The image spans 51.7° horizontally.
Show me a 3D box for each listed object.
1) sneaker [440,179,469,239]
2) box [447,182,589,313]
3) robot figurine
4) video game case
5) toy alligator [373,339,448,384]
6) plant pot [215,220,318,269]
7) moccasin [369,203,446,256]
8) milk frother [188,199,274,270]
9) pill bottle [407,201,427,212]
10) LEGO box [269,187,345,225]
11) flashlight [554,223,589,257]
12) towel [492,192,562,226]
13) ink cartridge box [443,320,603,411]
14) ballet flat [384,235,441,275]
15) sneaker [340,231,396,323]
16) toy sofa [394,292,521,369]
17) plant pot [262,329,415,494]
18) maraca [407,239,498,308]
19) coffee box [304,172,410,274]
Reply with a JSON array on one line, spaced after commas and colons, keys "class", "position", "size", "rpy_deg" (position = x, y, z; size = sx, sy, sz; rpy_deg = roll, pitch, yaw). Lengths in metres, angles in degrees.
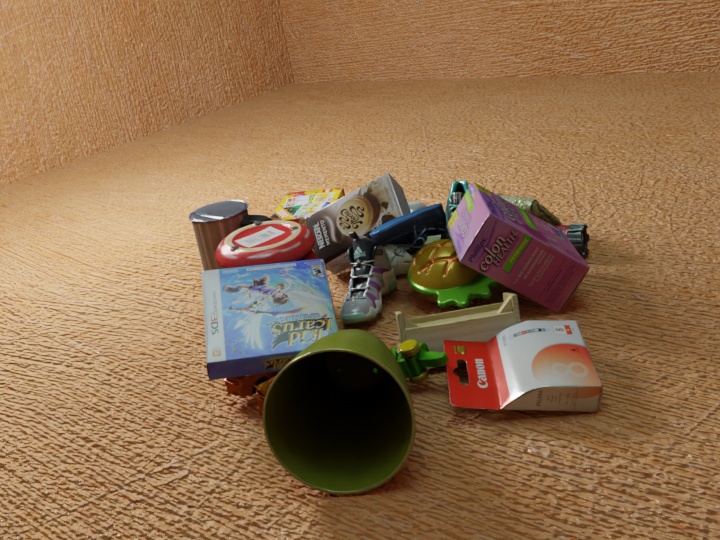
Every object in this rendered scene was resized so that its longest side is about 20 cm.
[{"class": "sneaker", "position": [0.191, -0.108, 1.469], "size": [0.076, 0.092, 0.201], "rpy_deg": [-5, 36, 10]}, {"class": "box", "position": [0.265, -0.043, 1.280], "size": [0.198, 0.097, 0.176], "rpy_deg": [26, 21, -11]}, {"class": "robot figurine", "position": [-0.104, 0.146, 1.156], "size": [0.144, 0.059, 0.199], "rpy_deg": [18, 35, 39]}, {"class": "video game case", "position": [-0.139, 0.069, 1.134], "size": [0.197, 0.046, 0.183], "rpy_deg": [-6, 48, -9]}, {"class": "toy alligator", "position": [0.036, 0.141, 1.105], "size": [0.198, 0.060, 0.054], "rpy_deg": [-16, 21, 17]}, {"class": "plant pot", "position": [-0.153, 0.022, 1.308], "size": [0.197, 0.185, 0.201], "rpy_deg": [-6, 25, 3]}, {"class": "moccasin", "position": [0.101, -0.072, 1.366], "size": [0.199, 0.069, 0.080], "rpy_deg": [-23, 7, -40]}, {"class": "milk frother", "position": [-0.227, -0.050, 1.485], "size": [0.178, 0.190, 0.200], "rpy_deg": [-8, 23, 1]}, {"class": "pill bottle", "position": [0.045, -0.094, 1.582], "size": [0.198, 0.112, 0.111], "rpy_deg": [6, 28, 31]}, {"class": "LEGO box", "position": [-0.120, -0.123, 1.751], "size": [0.147, 0.078, 0.200], "rpy_deg": [-5, 24, 11]}, {"class": "flashlight", "position": [0.342, -0.056, 1.453], "size": [0.198, 0.069, 0.068], "rpy_deg": [-1, 15, 31]}, {"class": "towel", "position": [0.315, -0.120, 1.494], "size": [0.147, 0.037, 0.199], "rpy_deg": [16, 1, 33]}, {"class": "ink cartridge box", "position": [0.221, 0.127, 1.043], "size": [0.197, 0.051, 0.163], "rpy_deg": [3, 29, 0]}, {"class": "ballet flat", "position": [0.107, -0.029, 1.473], "size": [0.198, 0.068, 0.062], "rpy_deg": [-20, 35, -22]}, {"class": "sneaker", "position": [0.000, 0.000, 1.341], "size": [0.077, 0.142, 0.200], "rpy_deg": [-8, 21, 21]}, {"class": "toy sofa", "position": [0.153, 0.098, 1.164], "size": [0.197, 0.099, 0.083], "rpy_deg": [-10, 0, 1]}, {"class": "plant pot", "position": [-0.016, 0.157, 0.977], "size": [0.184, 0.190, 0.200], "rpy_deg": [-6, 14, 8]}, {"class": "maraca", "position": [0.159, 0.011, 1.307], "size": [0.136, 0.108, 0.200], "rpy_deg": [-24, 29, -9]}, {"class": "coffee box", "position": [0.000, -0.091, 1.488], "size": [0.198, 0.080, 0.114], "rpy_deg": [-27, 62, 16]}]
